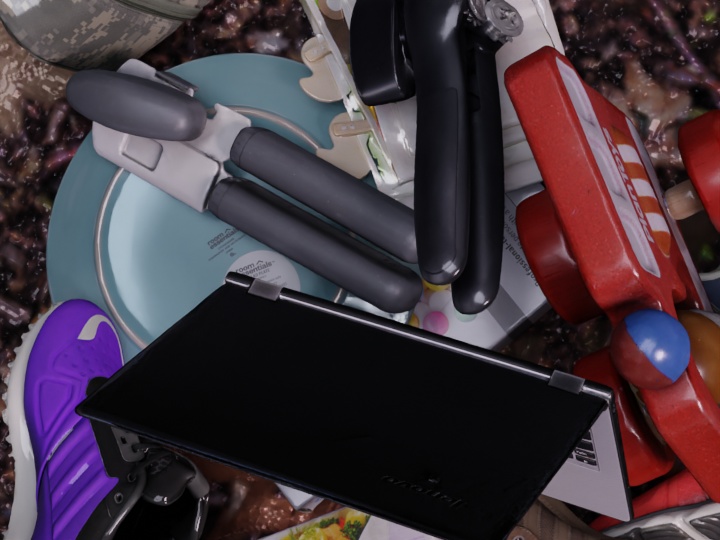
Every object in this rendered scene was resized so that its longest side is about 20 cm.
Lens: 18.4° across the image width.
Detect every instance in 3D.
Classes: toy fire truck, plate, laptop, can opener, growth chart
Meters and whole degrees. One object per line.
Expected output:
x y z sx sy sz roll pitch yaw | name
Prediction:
0.128 0.008 0.996 0.112 0.168 0.201 -24 73 19 | toy fire truck
-0.066 -0.013 1.121 0.199 0.026 0.202 -2 81 11 | plate
0.006 0.084 0.967 0.186 0.200 0.116 17 65 21 | laptop
-0.057 -0.042 1.072 0.199 0.067 0.054 29 104 22 | can opener
0.036 -0.121 1.122 0.144 0.018 0.201 -8 72 -6 | growth chart
0.044 -0.066 1.051 0.078 0.063 0.201 -31 49 31 | can opener

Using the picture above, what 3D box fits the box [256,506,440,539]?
-0.046 0.150 1.038 0.199 0.041 0.039 -23 65 20 | box

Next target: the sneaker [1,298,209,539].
-0.114 0.098 1.050 0.099 0.070 0.201 -17 53 25 | sneaker

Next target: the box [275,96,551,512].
0.000 0.000 1.139 0.200 0.041 0.156 -40 77 5 | box

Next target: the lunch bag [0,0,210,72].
-0.133 -0.224 1.131 0.167 0.139 0.201 -34 77 13 | lunch bag

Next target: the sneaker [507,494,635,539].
0.089 0.152 1.045 0.200 0.075 0.071 31 126 44 | sneaker

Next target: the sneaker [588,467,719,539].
0.194 0.101 1.082 0.199 0.077 0.085 -28 37 20 | sneaker

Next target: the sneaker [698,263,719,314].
0.218 -0.062 1.092 0.089 0.067 0.201 18 90 6 | sneaker
